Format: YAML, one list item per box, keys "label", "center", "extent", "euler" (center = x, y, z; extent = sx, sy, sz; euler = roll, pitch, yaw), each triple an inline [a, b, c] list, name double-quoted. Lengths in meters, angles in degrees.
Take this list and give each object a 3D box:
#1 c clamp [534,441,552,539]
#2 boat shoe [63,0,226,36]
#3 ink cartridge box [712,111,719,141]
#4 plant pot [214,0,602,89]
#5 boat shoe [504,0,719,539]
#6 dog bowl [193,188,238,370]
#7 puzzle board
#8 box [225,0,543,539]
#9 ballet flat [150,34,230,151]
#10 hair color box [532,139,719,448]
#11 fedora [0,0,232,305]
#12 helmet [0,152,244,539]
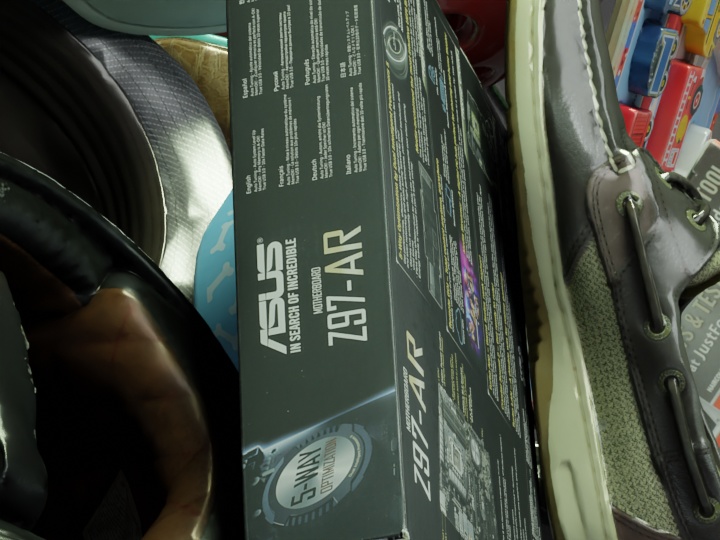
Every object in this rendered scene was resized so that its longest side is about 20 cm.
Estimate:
- label: "c clamp"
  center: [0.015, 0.123, 0.912]
  extent: [0.170, 0.027, 0.200]
  euler: [-3, 55, -6]
- label: "boat shoe"
  center: [-0.095, -0.126, 0.897]
  extent: [0.200, 0.073, 0.063]
  euler: [8, 52, -39]
- label: "ink cartridge box"
  center: [0.248, -0.061, 1.255]
  extent: [0.147, 0.083, 0.200]
  euler: [47, 40, 4]
- label: "plant pot"
  center: [0.035, -0.174, 1.066]
  extent: [0.200, 0.182, 0.201]
  euler: [33, 44, -39]
- label: "boat shoe"
  center: [0.082, 0.001, 0.854]
  extent: [0.072, 0.066, 0.202]
  euler: [33, 51, -80]
- label: "dog bowl"
  center: [0.000, 0.000, 0.926]
  extent: [0.112, 0.049, 0.200]
  euler: [66, 24, -20]
- label: "puzzle board"
  center: [0.108, -0.045, 1.021]
  extent: [0.017, 0.201, 0.151]
  euler: [20, 9, 21]
- label: "box"
  center: [0.010, 0.015, 0.785]
  extent: [0.160, 0.043, 0.201]
  euler: [54, 29, -59]
- label: "ballet flat"
  center: [-0.001, -0.025, 1.042]
  extent: [0.200, 0.068, 0.073]
  euler: [22, 64, -30]
- label: "hair color box"
  center: [0.125, 0.027, 0.977]
  extent: [0.064, 0.111, 0.200]
  euler: [34, 3, 13]
- label: "fedora"
  center: [-0.141, -0.023, 0.889]
  extent: [0.200, 0.090, 0.177]
  euler: [13, 50, -41]
- label: "helmet"
  center: [-0.135, 0.079, 0.733]
  extent: [0.200, 0.191, 0.200]
  euler: [42, 26, -26]
